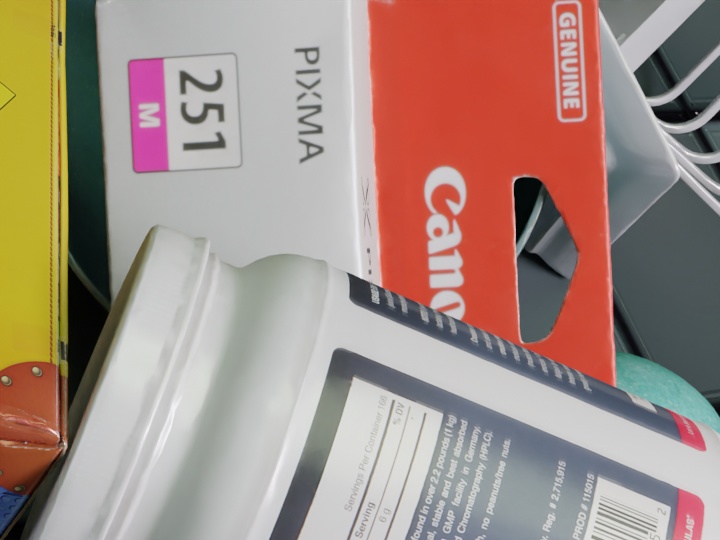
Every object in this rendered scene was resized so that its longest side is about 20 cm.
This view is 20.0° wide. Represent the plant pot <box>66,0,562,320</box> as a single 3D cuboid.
[{"bbox_3d":[-0.017,-0.061,0.800,0.200,0.200,0.135,46,7,5],"label":"plant pot"}]

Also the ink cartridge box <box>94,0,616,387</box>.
[{"bbox_3d":[0.000,0.000,0.710,0.044,0.172,0.202,-6,93,-80],"label":"ink cartridge box"}]

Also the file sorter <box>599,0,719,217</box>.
[{"bbox_3d":[0.163,-0.124,0.935,0.124,0.139,0.200,40,12,-21],"label":"file sorter"}]

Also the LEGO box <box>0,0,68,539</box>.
[{"bbox_3d":[-0.167,-0.028,0.598,0.148,0.077,0.201,16,47,-26],"label":"LEGO box"}]

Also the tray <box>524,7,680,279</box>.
[{"bbox_3d":[0.078,-0.059,0.855,0.022,0.200,0.108,-26,82,-10],"label":"tray"}]

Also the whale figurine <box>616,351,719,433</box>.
[{"bbox_3d":[0.119,0.119,0.793,0.159,0.104,0.201,-25,73,-45],"label":"whale figurine"}]

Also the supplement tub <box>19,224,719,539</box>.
[{"bbox_3d":[0.006,0.081,0.620,0.199,0.141,0.141,23,45,-8],"label":"supplement tub"}]
